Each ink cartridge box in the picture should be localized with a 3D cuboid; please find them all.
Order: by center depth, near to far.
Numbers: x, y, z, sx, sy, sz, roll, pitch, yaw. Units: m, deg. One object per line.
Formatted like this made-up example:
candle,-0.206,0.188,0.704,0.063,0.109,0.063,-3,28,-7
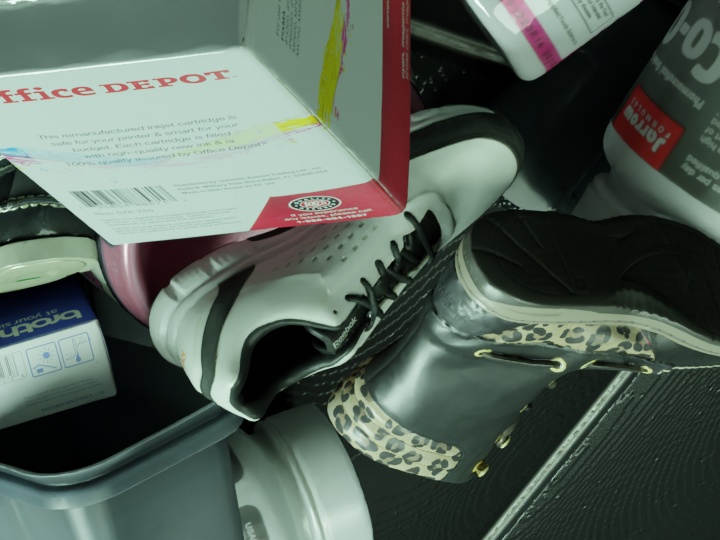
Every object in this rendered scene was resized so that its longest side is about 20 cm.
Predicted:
ink cartridge box,-0.076,-0.113,1.206,0.145,0.145,0.200,-5,161,17
ink cartridge box,-0.226,0.055,1.417,0.199,0.094,0.044,-16,111,-9

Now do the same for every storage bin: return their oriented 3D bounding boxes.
storage bin,-0.146,0.125,1.440,0.145,0.200,0.135,-27,113,-34

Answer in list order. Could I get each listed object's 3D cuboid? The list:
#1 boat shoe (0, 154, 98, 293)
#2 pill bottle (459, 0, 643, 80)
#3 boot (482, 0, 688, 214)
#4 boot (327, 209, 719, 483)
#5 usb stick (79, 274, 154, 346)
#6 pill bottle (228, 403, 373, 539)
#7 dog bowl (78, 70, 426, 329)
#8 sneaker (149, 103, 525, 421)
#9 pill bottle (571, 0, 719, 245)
boat shoe,-0.169,-0.023,1.373,0.072,0.068,0.200,-10,176,-21
pill bottle,0.128,-0.193,1.412,0.200,0.113,0.113,-36,142,3
boot,0.159,-0.086,1.574,0.200,0.076,0.168,22,113,-38
boot,0.094,0.042,1.422,0.200,0.073,0.151,6,142,-39
usb stick,-0.121,-0.033,1.469,0.055,0.033,0.200,-7,137,-3
pill bottle,-0.101,0.152,1.616,0.200,0.114,0.114,-20,140,-16
dog bowl,-0.050,-0.044,1.407,0.200,0.074,0.201,-16,131,-18
sneaker,0.000,0.000,1.367,0.200,0.080,0.074,-37,132,-1
pill bottle,0.195,-0.078,1.474,0.114,0.114,0.200,17,112,-44
